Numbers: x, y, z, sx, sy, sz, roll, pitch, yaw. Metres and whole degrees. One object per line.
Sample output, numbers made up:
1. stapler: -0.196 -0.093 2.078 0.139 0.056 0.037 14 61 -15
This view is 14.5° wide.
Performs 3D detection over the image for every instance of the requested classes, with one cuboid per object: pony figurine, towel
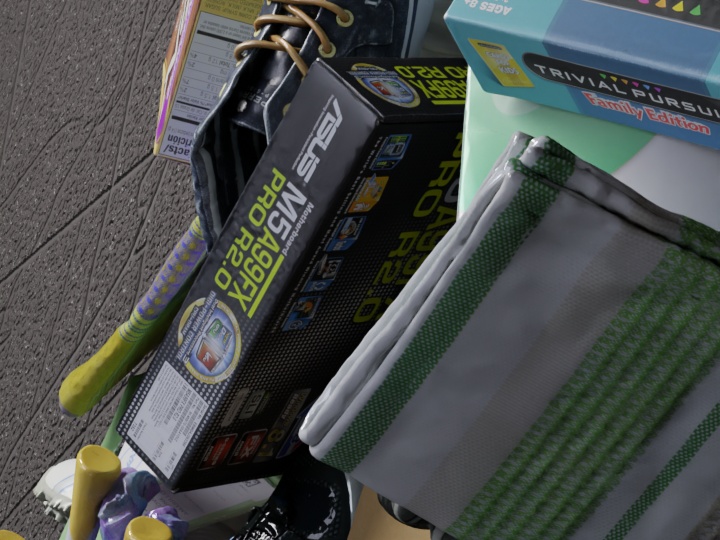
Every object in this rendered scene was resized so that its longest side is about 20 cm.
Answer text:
1. pony figurine: -0.145 0.187 1.312 0.193 0.166 0.200 -46 -21 -62
2. towel: 0.100 0.050 0.918 0.149 0.200 0.031 -53 16 37
3. towel: -0.082 -0.013 1.473 0.200 0.023 0.144 -52 -4 35

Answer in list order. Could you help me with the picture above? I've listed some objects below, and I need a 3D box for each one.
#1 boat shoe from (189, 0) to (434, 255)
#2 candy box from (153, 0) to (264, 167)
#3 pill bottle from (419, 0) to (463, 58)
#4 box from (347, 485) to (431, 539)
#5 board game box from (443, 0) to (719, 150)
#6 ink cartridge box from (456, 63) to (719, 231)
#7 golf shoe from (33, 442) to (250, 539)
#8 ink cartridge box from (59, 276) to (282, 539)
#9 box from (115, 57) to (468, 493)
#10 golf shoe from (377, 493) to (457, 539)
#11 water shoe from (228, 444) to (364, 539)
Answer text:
1. boat shoe: -0.021 -0.096 1.218 0.071 0.091 0.201 17 112 34
2. candy box: -0.059 -0.165 1.515 0.117 0.056 0.200 -93 20 -61
3. pill bottle: 0.055 -0.180 1.270 0.200 0.113 0.113 -55 30 31
4. box: 0.016 0.178 1.126 0.163 0.021 0.201 29 104 66
5. board game box: 0.143 -0.138 0.984 0.151 0.047 0.200 17 66 34
6. ink cartridge box: 0.129 -0.034 0.972 0.199 0.050 0.161 -14 52 26
7. golf shoe: -0.101 0.115 1.486 0.097 0.078 0.200 -58 28 -10
8. ink cartridge box: -0.088 0.068 1.396 0.200 0.048 0.146 -21 36 41
9. box: 0.000 0.000 1.222 0.044 0.160 0.200 44 118 28
10. golf shoe: 0.079 0.016 1.055 0.200 0.077 0.088 -39 39 -5
11. water shoe: -0.058 0.158 1.218 0.071 0.079 0.201 27 95 60
